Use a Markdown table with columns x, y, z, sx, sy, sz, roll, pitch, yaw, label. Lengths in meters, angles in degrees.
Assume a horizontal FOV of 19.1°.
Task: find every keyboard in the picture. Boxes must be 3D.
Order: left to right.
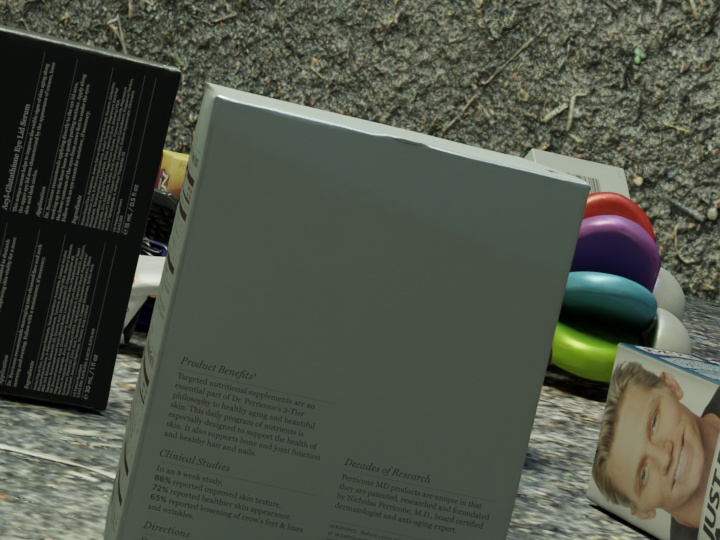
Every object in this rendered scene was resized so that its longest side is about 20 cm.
| x | y | z | sx | sy | sz | roll | pitch | yaw | label |
| --- | --- | --- | --- | --- | --- | --- | --- | --- | --- |
| -0.199 | -0.047 | 1.606 | 0.199 | 0.021 | 0.127 | 20 | -21 | 29 | keyboard |

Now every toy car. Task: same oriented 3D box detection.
| x | y | z | sx | sy | sz | roll | pitch | yaw | label |
| --- | --- | --- | --- | --- | --- | --- | --- | --- | --- |
| 0.206 | 0.013 | 1.855 | 0.174 | 0.151 | 0.200 | 14 | 27 | -2 | toy car |

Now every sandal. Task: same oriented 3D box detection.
| x | y | z | sx | sy | sz | roll | pitch | yaw | label |
| --- | --- | --- | --- | --- | --- | --- | --- | --- | --- |
| -0.154 | 0.023 | 1.477 | 0.205 | 0.060 | 0.079 | 0 | 15 | 9 | sandal |

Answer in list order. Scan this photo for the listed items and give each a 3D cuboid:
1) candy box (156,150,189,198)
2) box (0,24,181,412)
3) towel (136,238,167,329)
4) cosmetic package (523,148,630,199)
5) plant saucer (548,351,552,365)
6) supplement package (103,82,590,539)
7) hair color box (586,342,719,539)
| x | y | z | sx | sy | sz | roll | pitch | yaw | label |
| --- | --- | --- | --- | --- | --- | --- | --- | --- | --- |
| -0.094 | -0.030 | 1.914 | 0.199 | 0.118 | 0.056 | 12 | 5 | -22 | candy box |
| -0.198 | -0.035 | 1.211 | 0.140 | 0.201 | 0.079 | 11 | 5 | -25 | box |
| -0.155 | 0.015 | 1.681 | 0.147 | 0.050 | 0.200 | 18 | 8 | 17 | towel |
| 0.164 | -0.020 | 2.034 | 0.107 | 0.085 | 0.200 | 9 | -37 | -23 | cosmetic package |
| 0.026 | 0.051 | 1.409 | 0.199 | 0.037 | 0.201 | 11 | -27 | 6 | plant saucer |
| -0.013 | 0.039 | 0.883 | 0.151 | 0.201 | 0.151 | 13 | 5 | -7 | supplement package |
| 0.208 | 0.112 | 1.210 | 0.060 | 0.101 | 0.200 | 9 | 6 | -24 | hair color box |
